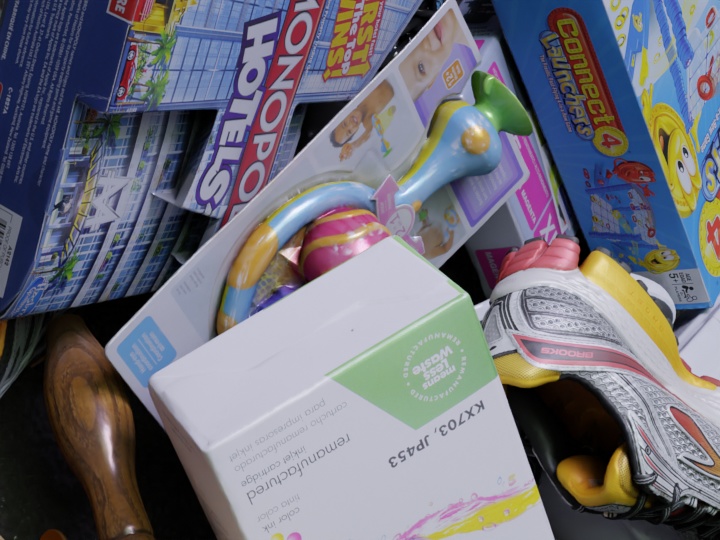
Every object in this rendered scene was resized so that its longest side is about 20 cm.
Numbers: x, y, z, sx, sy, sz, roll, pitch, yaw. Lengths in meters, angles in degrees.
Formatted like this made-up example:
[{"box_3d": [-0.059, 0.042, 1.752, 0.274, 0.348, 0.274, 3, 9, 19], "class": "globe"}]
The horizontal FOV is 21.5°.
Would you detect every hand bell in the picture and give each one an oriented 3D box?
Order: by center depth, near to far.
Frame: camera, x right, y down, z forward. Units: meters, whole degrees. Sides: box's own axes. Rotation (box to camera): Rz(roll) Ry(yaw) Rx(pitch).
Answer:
[{"box_3d": [-0.088, 0.101, 0.710, 0.103, 0.105, 0.201, -1, 50, -29], "class": "hand bell"}]

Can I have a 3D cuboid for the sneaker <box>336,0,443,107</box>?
[{"box_3d": [0.009, -0.105, 0.907, 0.073, 0.082, 0.202, -10, 74, -34], "class": "sneaker"}]

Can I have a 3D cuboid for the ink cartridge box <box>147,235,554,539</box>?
[{"box_3d": [0.010, 0.105, 0.739, 0.116, 0.067, 0.201, -30, 121, -14], "class": "ink cartridge box"}]

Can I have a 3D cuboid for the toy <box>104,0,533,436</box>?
[{"box_3d": [0.000, 0.000, 0.765, 0.047, 0.115, 0.200, 29, 70, 38], "class": "toy"}]

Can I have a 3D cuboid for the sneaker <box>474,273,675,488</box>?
[{"box_3d": [0.074, 0.060, 0.852, 0.198, 0.071, 0.099, -11, 42, -26], "class": "sneaker"}]

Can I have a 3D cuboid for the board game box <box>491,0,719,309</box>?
[{"box_3d": [0.150, -0.119, 0.936, 0.201, 0.055, 0.197, -58, 133, -40], "class": "board game box"}]

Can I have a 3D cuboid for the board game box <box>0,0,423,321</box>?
[{"box_3d": [-0.055, -0.078, 0.737, 0.061, 0.202, 0.199, 27, 20, 28], "class": "board game box"}]

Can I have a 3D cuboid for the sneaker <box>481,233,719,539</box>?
[{"box_3d": [0.118, 0.081, 0.788, 0.200, 0.078, 0.082, 41, 50, -14], "class": "sneaker"}]

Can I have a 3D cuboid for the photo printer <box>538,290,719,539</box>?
[{"box_3d": [0.189, 0.129, 0.903, 0.200, 0.069, 0.166, 49, 55, -1], "class": "photo printer"}]

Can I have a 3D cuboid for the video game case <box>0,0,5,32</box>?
[{"box_3d": [-0.218, -0.087, 0.723, 0.023, 0.198, 0.183, 60, 42, -43], "class": "video game case"}]

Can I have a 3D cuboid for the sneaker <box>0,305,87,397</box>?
[{"box_3d": [-0.153, 0.011, 0.768, 0.078, 0.077, 0.201, 33, 54, -9], "class": "sneaker"}]

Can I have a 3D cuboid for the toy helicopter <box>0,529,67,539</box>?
[{"box_3d": [-0.133, 0.182, 0.714, 0.132, 0.079, 0.202, -26, 92, -44], "class": "toy helicopter"}]

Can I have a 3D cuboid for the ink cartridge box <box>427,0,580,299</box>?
[{"box_3d": [0.091, -0.097, 0.931, 0.120, 0.042, 0.201, 64, 38, -33], "class": "ink cartridge box"}]

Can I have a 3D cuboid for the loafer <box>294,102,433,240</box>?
[{"box_3d": [-0.054, -0.060, 0.864, 0.200, 0.072, 0.073, 42, 67, 14], "class": "loafer"}]
